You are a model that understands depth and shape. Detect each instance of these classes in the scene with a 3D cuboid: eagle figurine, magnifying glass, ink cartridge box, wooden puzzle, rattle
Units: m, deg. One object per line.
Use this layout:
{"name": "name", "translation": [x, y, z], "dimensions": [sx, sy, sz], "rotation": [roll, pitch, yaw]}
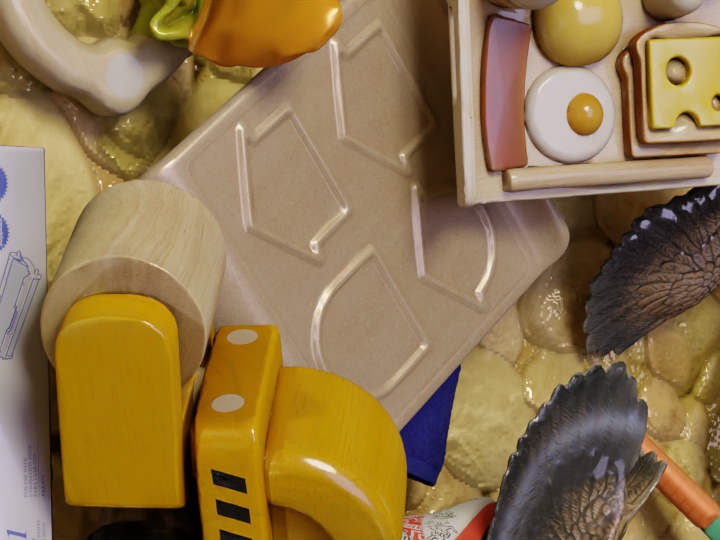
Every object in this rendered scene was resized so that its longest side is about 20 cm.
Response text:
{"name": "eagle figurine", "translation": [0.240, -0.010, 1.176], "dimensions": [0.201, 0.151, 0.152], "rotation": [-59, 141, -32]}
{"name": "magnifying glass", "translation": [0.219, 0.161, 1.168], "dimensions": [0.022, 0.080, 0.200], "rotation": [-44, 92, 1]}
{"name": "eagle figurine", "translation": [0.114, 0.170, 1.035], "dimensions": [0.150, 0.151, 0.202], "rotation": [9, 60, -36]}
{"name": "ink cartridge box", "translation": [-0.173, 0.051, 0.866], "dimensions": [0.044, 0.094, 0.202], "rotation": [0, 86, -34]}
{"name": "wooden puzzle", "translation": [-0.004, -0.024, 0.981], "dimensions": [0.200, 0.046, 0.186], "rotation": [-43, 114, -27]}
{"name": "rattle", "translation": [-0.122, -0.167, 0.902], "dimensions": [0.130, 0.143, 0.201], "rotation": [-39, 117, -14]}

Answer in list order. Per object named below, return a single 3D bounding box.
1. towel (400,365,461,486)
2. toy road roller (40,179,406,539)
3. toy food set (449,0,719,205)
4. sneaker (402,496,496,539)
{"name": "towel", "translation": [0.000, 0.000, 1.042], "dimensions": [0.147, 0.049, 0.202], "rotation": [25, 73, -38]}
{"name": "toy road roller", "translation": [-0.054, 0.066, 0.872], "dimensions": [0.123, 0.144, 0.202], "rotation": [-84, 172, -63]}
{"name": "toy food set", "translation": [0.133, -0.110, 0.987], "dimensions": [0.198, 0.060, 0.145], "rotation": [-5, 94, -23]}
{"name": "sneaker", "translation": [0.009, 0.146, 1.020], "dimensions": [0.201, 0.107, 0.068], "rotation": [-24, 128, -71]}
